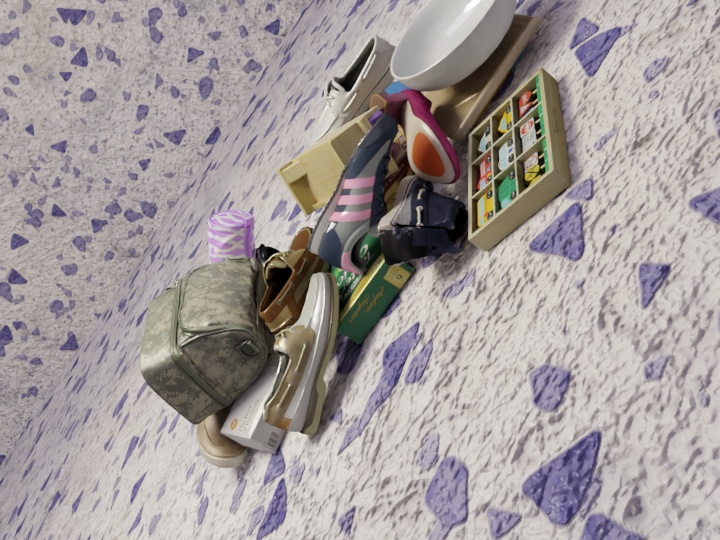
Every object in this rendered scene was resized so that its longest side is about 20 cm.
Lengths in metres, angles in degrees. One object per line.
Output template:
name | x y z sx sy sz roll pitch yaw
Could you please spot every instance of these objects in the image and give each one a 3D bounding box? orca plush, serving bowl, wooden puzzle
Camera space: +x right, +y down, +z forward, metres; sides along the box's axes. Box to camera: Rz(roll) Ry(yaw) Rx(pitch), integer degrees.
orca plush | -0.140 -0.001 1.415 0.200 0.070 0.107 -176 72 -72
serving bowl | 0.131 -0.310 1.073 0.199 0.066 0.201 -37 31 27
wooden puzzle | 0.153 -0.268 1.117 0.186 0.037 0.200 -56 24 6

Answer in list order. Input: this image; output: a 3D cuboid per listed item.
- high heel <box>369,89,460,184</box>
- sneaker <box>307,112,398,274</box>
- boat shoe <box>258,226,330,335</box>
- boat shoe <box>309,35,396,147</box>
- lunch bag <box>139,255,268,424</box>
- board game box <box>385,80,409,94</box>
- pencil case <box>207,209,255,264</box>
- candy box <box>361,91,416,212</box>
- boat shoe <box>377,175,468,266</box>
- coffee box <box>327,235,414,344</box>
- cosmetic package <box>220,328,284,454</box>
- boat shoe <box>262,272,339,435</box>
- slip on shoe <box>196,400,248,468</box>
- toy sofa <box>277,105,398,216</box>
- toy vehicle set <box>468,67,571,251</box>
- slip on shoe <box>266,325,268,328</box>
high heel | 0.096 -0.176 1.042 0.201 0.095 0.068 57 141 38
sneaker | 0.011 -0.087 0.980 0.201 0.082 0.070 -62 -10 28
boat shoe | -0.092 0.006 1.108 0.075 0.074 0.201 -34 31 30
boat shoe | -0.022 -0.261 1.211 0.201 0.065 0.074 -50 37 17
lunch bag | -0.200 0.082 1.136 0.167 0.140 0.201 -31 30 12
board game box | 0.048 -0.221 1.287 0.199 0.039 0.160 4 70 50
pencil case | -0.211 -0.002 1.379 0.085 0.202 0.084 21 35 38
candy box | 0.025 -0.180 1.203 0.116 0.055 0.201 -48 38 20
boat shoe | 0.088 -0.064 0.968 0.091 0.076 0.200 -6 25 18
coffee box | 0.000 0.000 1.086 0.123 0.044 0.200 -53 22 13
cosmetic package | -0.113 0.142 1.115 0.082 0.050 0.202 -6 54 52
boat shoe | -0.072 0.096 1.002 0.075 0.067 0.203 139 141 -70
slip on shoe | -0.198 0.198 1.181 0.201 0.075 0.061 -103 18 -58
toy sofa | -0.025 -0.145 1.114 0.097 0.083 0.199 -39 12 -25
toy vehicle set | 0.171 -0.126 0.904 0.124 0.026 0.201 -42 26 36
slip on shoe | -0.169 0.070 1.304 0.199 0.076 0.061 -32 9 37
